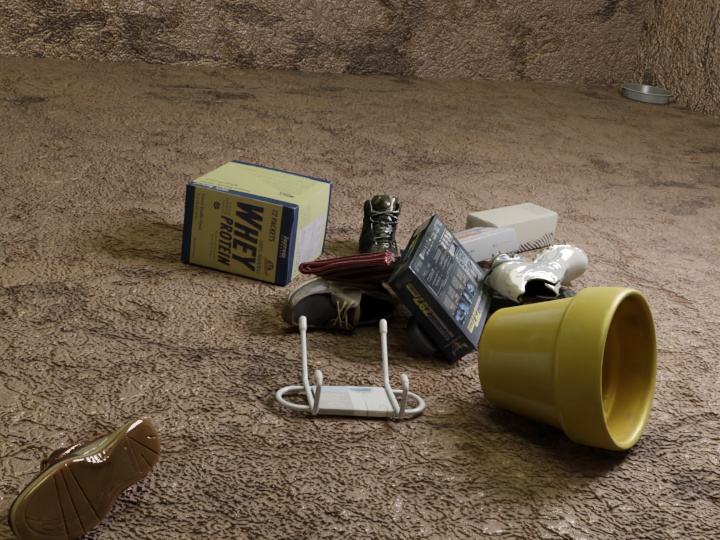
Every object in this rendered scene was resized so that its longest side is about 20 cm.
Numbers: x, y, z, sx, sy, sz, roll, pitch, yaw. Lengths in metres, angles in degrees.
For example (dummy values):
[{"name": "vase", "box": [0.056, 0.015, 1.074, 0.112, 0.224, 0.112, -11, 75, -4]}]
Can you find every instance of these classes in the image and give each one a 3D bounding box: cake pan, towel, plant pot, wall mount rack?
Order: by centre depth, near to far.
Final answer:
[{"name": "plant pot", "box": [0.262, 0.121, 1.365, 0.186, 0.205, 0.200, 1, 13, 35]}, {"name": "wall mount rack", "box": [-0.013, 0.129, 1.379, 0.196, 0.076, 0.174, 4, 20, -13]}, {"name": "towel", "box": [0.000, 0.000, 1.659, 0.141, 0.023, 0.200, -8, -8, 15]}, {"name": "cake pan", "box": [1.075, -0.666, 3.977, 0.196, 0.037, 0.201, 7, 20, -3]}]

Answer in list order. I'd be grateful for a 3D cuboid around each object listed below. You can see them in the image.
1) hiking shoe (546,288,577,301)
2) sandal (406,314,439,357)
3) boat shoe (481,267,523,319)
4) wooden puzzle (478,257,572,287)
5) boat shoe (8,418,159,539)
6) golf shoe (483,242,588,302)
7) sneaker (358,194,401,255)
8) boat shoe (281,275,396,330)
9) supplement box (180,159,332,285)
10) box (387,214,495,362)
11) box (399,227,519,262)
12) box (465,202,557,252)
[{"name": "hiking shoe", "box": [0.283, 0.072, 1.641, 0.099, 0.077, 0.200, 14, 22, 7]}, {"name": "sandal", "box": [0.105, 0.069, 1.608, 0.076, 0.043, 0.200, 52, 29, -4]}, {"name": "boat shoe", "box": [0.193, 0.029, 1.743, 0.074, 0.063, 0.199, -11, 26, -32]}, {"name": "wooden puzzle", "box": [0.275, 0.000, 1.868, 0.182, 0.038, 0.200, 10, 7, 5]}, {"name": "boat shoe", "box": [-0.288, 0.212, 1.067, 0.071, 0.073, 0.200, -11, 16, 30]}, {"name": "golf shoe", "box": [0.290, 0.016, 1.651, 0.197, 0.079, 0.097, -10, 38, -28]}, {"name": "sneaker", "box": [0.035, -0.066, 1.870, 0.075, 0.116, 0.200, 5, 22, -3]}, {"name": "boat shoe", "box": [-0.027, 0.050, 1.589, 0.198, 0.076, 0.073, -10, 26, -38]}, {"name": "supplement box", "box": [-0.175, -0.087, 1.810, 0.197, 0.137, 0.200, 13, 20, 13]}, {"name": "box", "box": [0.126, 0.023, 1.590, 0.158, 0.051, 0.201, 49, 29, -10]}, {"name": "box", "box": [0.163, -0.035, 1.792, 0.153, 0.042, 0.200, -16, 7, -10]}, {"name": "box", "box": [0.295, -0.080, 2.067, 0.198, 0.070, 0.082, -12, 27, -42]}]
